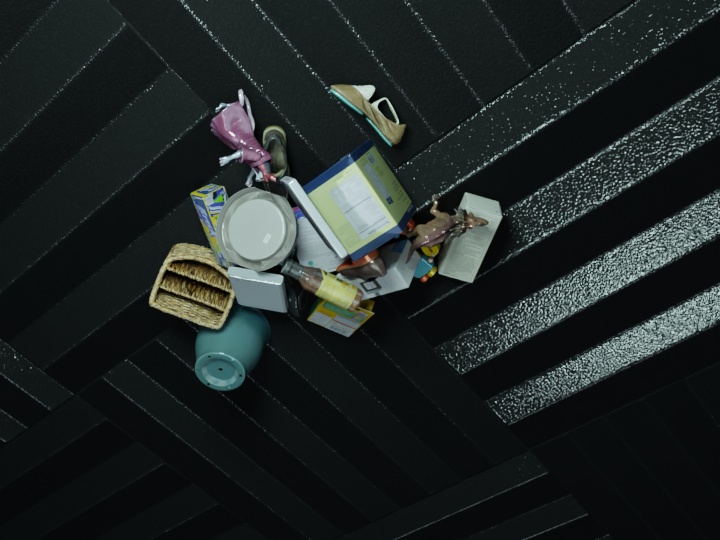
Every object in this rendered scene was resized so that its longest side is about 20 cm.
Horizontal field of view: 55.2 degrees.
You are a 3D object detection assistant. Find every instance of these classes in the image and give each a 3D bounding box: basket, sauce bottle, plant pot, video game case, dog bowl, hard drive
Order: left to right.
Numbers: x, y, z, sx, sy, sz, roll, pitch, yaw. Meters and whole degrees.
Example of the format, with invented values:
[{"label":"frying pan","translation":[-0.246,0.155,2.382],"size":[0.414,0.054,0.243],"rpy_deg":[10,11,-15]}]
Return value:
[{"label":"basket","translation":[-0.416,0.034,1.769],"size":[0.200,0.149,0.143],"rpy_deg":[23,122,-9]},{"label":"plant pot","translation":[-0.356,0.213,1.860],"size":[0.200,0.188,0.200],"rpy_deg":[2,123,3]},{"label":"dog bowl","translation":[-0.238,-0.094,1.625],"size":[0.200,0.059,0.200],"rpy_deg":[-1,85,13]},{"label":"hard drive","translation":[-0.250,0.050,1.707],"size":[0.132,0.026,0.200],"rpy_deg":[10,158,2]},{"label":"video game case","translation":[-0.107,-0.123,1.544],"size":[0.023,0.182,0.200],"rpy_deg":[-37,105,-4]},{"label":"sauce bottle","translation":[-0.092,0.031,1.642],"size":[0.200,0.066,0.066],"rpy_deg":[28,121,-16]}]

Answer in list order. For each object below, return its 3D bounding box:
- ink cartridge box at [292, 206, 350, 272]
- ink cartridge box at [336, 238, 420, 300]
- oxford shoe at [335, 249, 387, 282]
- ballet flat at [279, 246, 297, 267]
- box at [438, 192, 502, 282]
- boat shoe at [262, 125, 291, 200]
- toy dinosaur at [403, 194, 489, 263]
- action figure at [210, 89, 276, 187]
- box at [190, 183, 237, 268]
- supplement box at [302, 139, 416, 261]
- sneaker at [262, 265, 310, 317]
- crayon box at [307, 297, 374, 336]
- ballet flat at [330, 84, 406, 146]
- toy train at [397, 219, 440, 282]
[{"label":"ink cartridge box","translation":[-0.102,-0.094,1.701],"size":[0.136,0.076,0.200],"rpy_deg":[-13,123,12]},{"label":"ink cartridge box","translation":[0.038,0.005,1.705],"size":[0.200,0.116,0.067],"rpy_deg":[-17,122,36]},{"label":"oxford shoe","translation":[0.000,0.000,1.613],"size":[0.071,0.200,0.073],"rpy_deg":[-37,98,-20]},{"label":"ballet flat","translation":[-0.222,-0.052,1.722],"size":[0.200,0.068,0.068],"rpy_deg":[16,164,44]},{"label":"box","translation":[0.264,-0.079,1.681],"size":[0.095,0.078,0.200],"rpy_deg":[17,123,-6]},{"label":"boat shoe","translation":[-0.203,-0.237,1.622],"size":[0.073,0.065,0.200],"rpy_deg":[-2,124,4]},{"label":"toy dinosaur","translation":[0.178,-0.090,1.571],"size":[0.200,0.136,0.086],"rpy_deg":[-40,121,-5]},{"label":"action figure","translation":[-0.249,-0.279,1.556],"size":[0.149,0.134,0.200],"rpy_deg":[-43,82,3]},{"label":"box","translation":[-0.343,-0.108,1.694],"size":[0.070,0.064,0.200],"rpy_deg":[17,131,47]},{"label":"supplement box","translation":[0.004,-0.161,1.550],"size":[0.134,0.200,0.200],"rpy_deg":[-31,100,22]},{"label":"sneaker","translation":[-0.194,0.044,1.807],"size":[0.091,0.076,0.200],"rpy_deg":[10,138,26]},{"label":"crayon box","translation":[-0.047,0.100,1.790],"size":[0.126,0.052,0.200],"rpy_deg":[24,152,-11]},{"label":"ballet flat","translation":[0.025,-0.362,1.528],"size":[0.200,0.068,0.072],"rpy_deg":[39,98,-20]},{"label":"toy train","translation":[0.130,-0.064,1.721],"size":[0.150,0.056,0.200],"rpy_deg":[11,131,18]}]
